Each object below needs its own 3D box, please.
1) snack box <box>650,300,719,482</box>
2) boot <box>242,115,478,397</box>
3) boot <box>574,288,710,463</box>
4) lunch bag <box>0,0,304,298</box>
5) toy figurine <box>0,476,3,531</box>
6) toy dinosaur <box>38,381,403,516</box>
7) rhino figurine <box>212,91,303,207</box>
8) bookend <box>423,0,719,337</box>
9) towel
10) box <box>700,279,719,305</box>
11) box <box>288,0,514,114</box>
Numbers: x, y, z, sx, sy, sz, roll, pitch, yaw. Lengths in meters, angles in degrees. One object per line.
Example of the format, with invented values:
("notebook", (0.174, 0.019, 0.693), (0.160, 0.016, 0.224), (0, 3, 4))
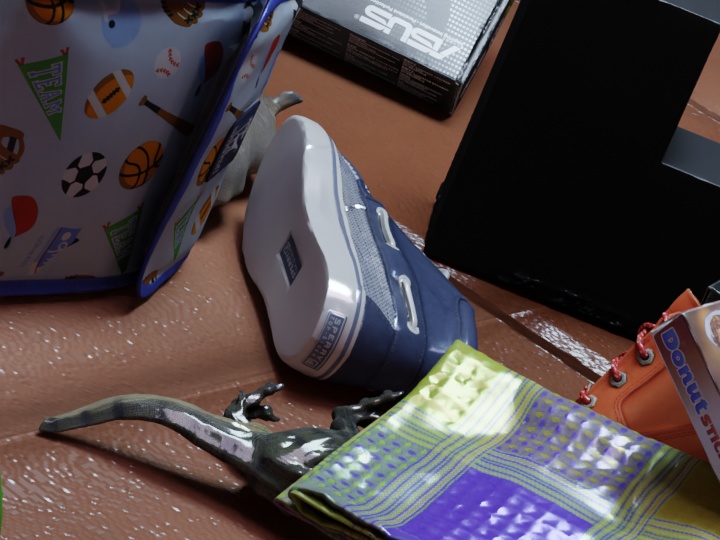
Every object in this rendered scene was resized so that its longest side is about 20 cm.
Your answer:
("snack box", (0.207, 0.036, 1.230), (0.200, 0.024, 0.072), (-14, 76, -43))
("boot", (0.000, 0.000, 1.421), (0.090, 0.073, 0.200), (22, 28, -21))
("boot", (0.118, 0.062, 1.271), (0.199, 0.108, 0.075), (-3, 6, -1))
("lunch bag", (-0.123, -0.080, 1.332), (0.200, 0.170, 0.124), (-1, 34, -47))
("toy figurine", (-0.223, 0.062, 1.014), (0.199, 0.151, 0.184), (-5, 11, -4))
("toy dinosaur", (-0.029, 0.078, 1.229), (0.199, 0.048, 0.088), (22, 28, 6))
("rhino figurine", (-0.083, -0.080, 1.521), (0.087, 0.060, 0.200), (38, 21, 1))
("bookend", (0.163, -0.074, 1.560), (0.198, 0.200, 0.092), (21, 22, -2))
("towel", (0.084, 0.098, 1.165), (0.200, 0.023, 0.144), (25, 39, 27))
("box", (0.246, 0.091, 1.358), (0.200, 0.125, 0.148), (31, 22, 16))
("box", (0.013, -0.222, 1.813), (0.200, 0.048, 0.193), (27, 62, 5))
